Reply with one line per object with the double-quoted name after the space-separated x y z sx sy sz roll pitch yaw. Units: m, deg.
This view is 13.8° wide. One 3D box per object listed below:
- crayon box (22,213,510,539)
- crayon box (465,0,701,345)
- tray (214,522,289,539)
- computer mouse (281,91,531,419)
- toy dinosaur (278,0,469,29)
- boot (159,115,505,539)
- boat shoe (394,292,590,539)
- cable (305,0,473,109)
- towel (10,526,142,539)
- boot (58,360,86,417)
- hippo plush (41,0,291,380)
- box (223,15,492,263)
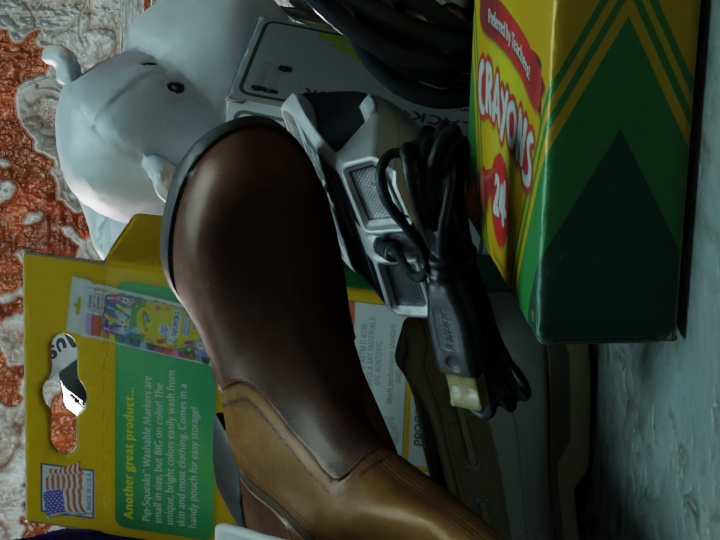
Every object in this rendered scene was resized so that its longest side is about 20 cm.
-0.033 0.050 1.192 0.052 0.199 0.126 -64 -21 -63 "crayon box"
0.073 -0.091 0.984 0.127 0.051 0.201 -114 25 -68 "crayon box"
0.003 0.186 1.038 0.107 0.022 0.201 6 111 54 "tray"
0.016 -0.025 1.066 0.200 0.044 0.110 -128 16 -66 "computer mouse"
0.000 -0.176 1.359 0.200 0.085 0.136 -97 2 -63 "toy dinosaur"
-0.001 0.063 1.032 0.200 0.068 0.189 45 140 51 "boot"
0.047 0.106 1.119 0.075 0.068 0.201 -149 57 -77 "boat shoe"
0.000 -0.142 1.112 0.200 0.051 0.163 46 -161 -19 "cable"
-0.085 0.158 1.229 0.148 0.200 0.050 50 119 18 "towel"
-0.055 0.070 1.397 0.200 0.066 0.165 44 141 20 "boot"
-0.092 -0.057 1.328 0.159 0.200 0.161 44 168 33 "hippo plush"
0.000 0.000 1.233 0.060 0.116 0.200 -72 -10 -48 "box"
